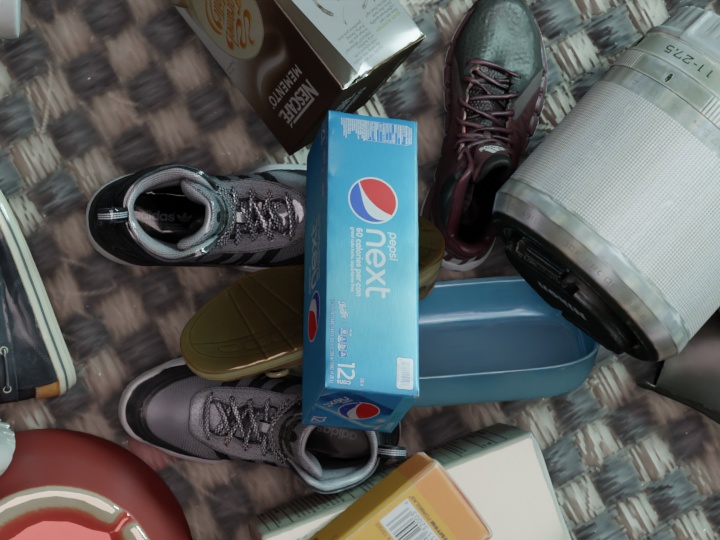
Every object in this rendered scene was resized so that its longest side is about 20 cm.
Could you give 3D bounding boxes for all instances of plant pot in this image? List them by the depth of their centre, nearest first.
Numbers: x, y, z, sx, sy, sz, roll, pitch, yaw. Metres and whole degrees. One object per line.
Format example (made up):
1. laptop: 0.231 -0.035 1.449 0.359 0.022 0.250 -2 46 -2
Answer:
1. plant pot: -0.203 0.206 1.627 0.200 0.177 0.201 0 89 -8

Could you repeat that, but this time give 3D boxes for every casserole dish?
1. casserole dish: 0.076 0.052 1.698 0.199 0.121 0.039 -5 122 -1

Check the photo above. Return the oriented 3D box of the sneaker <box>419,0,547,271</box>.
1. sneaker: 0.095 -0.098 1.698 0.075 0.116 0.201 10 88 -7

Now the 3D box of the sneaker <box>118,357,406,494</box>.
1. sneaker: -0.064 0.104 1.675 0.199 0.114 0.076 7 94 -8

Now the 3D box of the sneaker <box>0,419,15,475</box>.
1. sneaker: -0.308 0.120 1.631 0.076 0.200 0.081 18 86 -51

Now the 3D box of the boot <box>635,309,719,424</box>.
1. boot: 0.297 0.026 1.749 0.138 0.077 0.201 24 80 3

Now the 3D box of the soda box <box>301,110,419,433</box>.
1. soda box: 0.000 0.000 1.606 0.064 0.068 0.201 7 64 -12

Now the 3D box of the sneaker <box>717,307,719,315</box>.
1. sneaker: 0.283 -0.048 1.717 0.074 0.079 0.201 4 72 15

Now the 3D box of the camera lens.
1. camera lens: 0.198 -0.053 1.617 0.160 0.160 0.200 43 84 -5

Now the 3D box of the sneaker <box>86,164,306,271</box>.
1. sneaker: -0.086 -0.035 1.668 0.199 0.114 0.076 -2 90 -7

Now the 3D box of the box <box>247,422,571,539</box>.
1. box: 0.035 0.191 1.682 0.199 0.128 0.109 -20 92 -6

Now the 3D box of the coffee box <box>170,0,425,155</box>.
1. coffee box: -0.062 -0.195 1.660 0.080 0.114 0.200 -35 85 -29

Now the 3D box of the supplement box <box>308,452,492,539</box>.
1. supplement box: -0.014 0.205 1.579 0.200 0.067 0.069 -37 97 -5

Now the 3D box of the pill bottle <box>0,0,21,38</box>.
1. pill bottle: -0.328 -0.207 1.647 0.199 0.114 0.115 1 89 -7

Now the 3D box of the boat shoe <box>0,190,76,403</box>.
1. boat shoe: -0.257 -0.001 1.676 0.062 0.075 0.201 -22 97 -13

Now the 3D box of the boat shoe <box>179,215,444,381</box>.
1. boat shoe: -0.031 0.029 1.668 0.200 0.063 0.073 -30 59 -23
